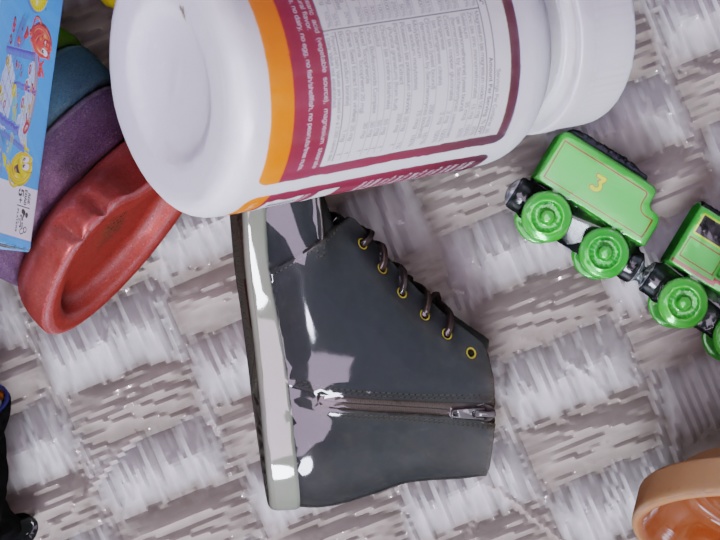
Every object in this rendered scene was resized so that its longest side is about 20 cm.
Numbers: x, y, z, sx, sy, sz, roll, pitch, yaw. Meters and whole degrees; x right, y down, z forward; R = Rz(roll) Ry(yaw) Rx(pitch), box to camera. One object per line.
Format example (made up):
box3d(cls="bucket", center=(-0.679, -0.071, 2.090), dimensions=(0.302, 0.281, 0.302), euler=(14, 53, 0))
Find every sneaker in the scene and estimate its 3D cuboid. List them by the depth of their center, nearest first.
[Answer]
box3d(cls="sneaker", center=(0.000, 0.000, 1.168), dimensions=(0.105, 0.075, 0.201), euler=(-7, 100, -7))

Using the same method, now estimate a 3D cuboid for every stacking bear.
box3d(cls="stacking bear", center=(-0.172, -0.076, 1.141), dimensions=(0.200, 0.121, 0.114), euler=(40, 141, 8))

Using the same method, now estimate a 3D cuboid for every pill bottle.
box3d(cls="pill bottle", center=(0.007, -0.090, 1.086), dimensions=(0.199, 0.109, 0.110), euler=(-12, 100, -32))

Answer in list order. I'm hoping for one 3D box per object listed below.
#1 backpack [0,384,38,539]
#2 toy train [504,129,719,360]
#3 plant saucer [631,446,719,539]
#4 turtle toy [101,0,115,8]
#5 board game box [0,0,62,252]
box3d(cls="backpack", center=(-0.255, 0.086, 1.135), dimensions=(0.189, 0.200, 0.155), euler=(-5, 94, 10))
box3d(cls="toy train", center=(0.156, 0.005, 1.170), dimensions=(0.199, 0.042, 0.057), euler=(32, 88, -3))
box3d(cls="plant saucer", center=(0.214, 0.112, 1.112), dimensions=(0.199, 0.200, 0.033), euler=(14, 72, 1))
box3d(cls="turtle toy", center=(-0.071, -0.202, 1.116), dimensions=(0.145, 0.101, 0.201), euler=(-18, 98, 6))
box3d(cls="board game box", center=(-0.218, -0.116, 1.077), dimensions=(0.195, 0.056, 0.201), euler=(6, 85, 20))
